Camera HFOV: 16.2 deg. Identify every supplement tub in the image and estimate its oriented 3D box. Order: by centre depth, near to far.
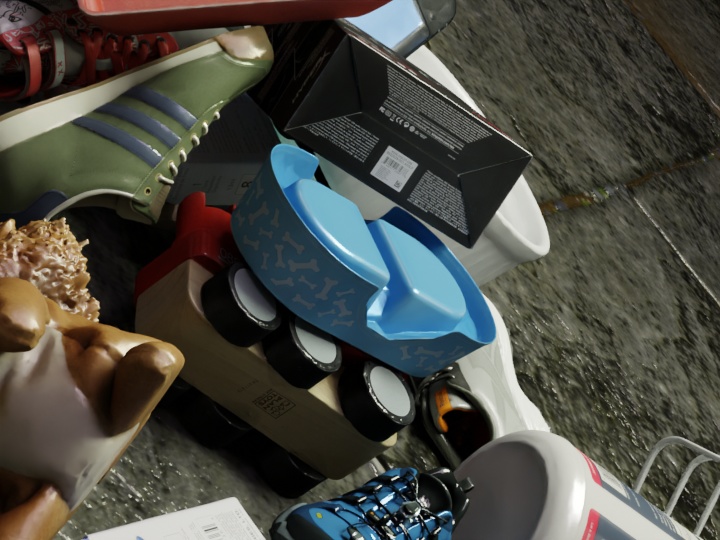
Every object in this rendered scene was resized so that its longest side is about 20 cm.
[{"bbox_3d":[0.144,0.203,1.598,0.200,0.140,0.141,36,24,-29],"label":"supplement tub"}]

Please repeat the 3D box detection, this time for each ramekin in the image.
[{"bbox_3d":[0.048,-0.071,1.919,0.201,0.098,0.201,50,15,-19],"label":"ramekin"}]

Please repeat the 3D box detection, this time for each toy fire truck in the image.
[{"bbox_3d":[-0.068,0.021,1.562,0.176,0.129,0.201,36,34,-31],"label":"toy fire truck"}]

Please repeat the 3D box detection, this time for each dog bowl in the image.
[{"bbox_3d":[0.000,0.000,1.516,0.200,0.050,0.112,28,27,-44],"label":"dog bowl"}]

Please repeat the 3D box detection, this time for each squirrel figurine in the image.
[{"bbox_3d":[-0.195,0.036,1.277,0.186,0.142,0.200,37,7,0],"label":"squirrel figurine"}]

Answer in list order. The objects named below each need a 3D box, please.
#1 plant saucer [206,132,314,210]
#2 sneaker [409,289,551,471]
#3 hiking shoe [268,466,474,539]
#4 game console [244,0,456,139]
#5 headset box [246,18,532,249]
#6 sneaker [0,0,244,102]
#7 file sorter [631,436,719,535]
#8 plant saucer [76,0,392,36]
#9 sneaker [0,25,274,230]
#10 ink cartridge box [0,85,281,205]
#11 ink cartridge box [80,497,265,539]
[{"bbox_3d":[-0.093,-0.088,1.799,0.200,0.027,0.200,42,21,-20],"label":"plant saucer"},{"bbox_3d":[0.068,0.074,1.777,0.079,0.074,0.201,14,39,-48],"label":"sneaker"},{"bbox_3d":[0.007,0.146,1.466,0.074,0.087,0.200,49,10,7],"label":"hiking shoe"},{"bbox_3d":[0.010,-0.211,1.760,0.200,0.116,0.176,-40,116,-35],"label":"game console"},{"bbox_3d":[0.005,-0.105,1.628,0.149,0.077,0.200,32,7,-21],"label":"headset box"},{"bbox_3d":[-0.169,-0.131,1.572,0.201,0.067,0.108,18,32,7],"label":"sneaker"},{"bbox_3d":[0.285,0.214,1.813,0.139,0.125,0.200,27,1,42],"label":"file sorter"},{"bbox_3d":[-0.087,-0.211,1.574,0.199,0.037,0.200,-6,42,-11],"label":"plant saucer"},{"bbox_3d":[-0.133,-0.071,1.513,0.090,0.199,0.067,67,-17,3],"label":"sneaker"},{"bbox_3d":[-0.163,-0.113,1.665,0.199,0.057,0.163,-3,47,-26],"label":"ink cartridge box"},{"bbox_3d":[-0.086,0.185,1.313,0.119,0.042,0.200,53,18,13],"label":"ink cartridge box"}]
